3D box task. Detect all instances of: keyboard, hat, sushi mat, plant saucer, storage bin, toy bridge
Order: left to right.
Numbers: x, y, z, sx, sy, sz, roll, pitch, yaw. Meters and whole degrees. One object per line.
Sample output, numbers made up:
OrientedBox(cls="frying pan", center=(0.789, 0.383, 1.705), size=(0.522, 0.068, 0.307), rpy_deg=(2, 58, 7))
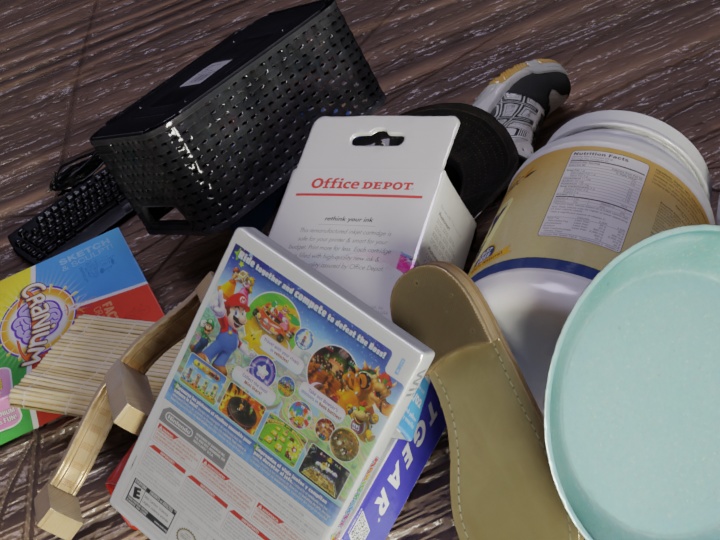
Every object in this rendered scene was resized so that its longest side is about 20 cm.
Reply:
OrientedBox(cls="keyboard", center=(-0.242, -0.081, 1.174), size=(0.104, 0.040, 0.200), rpy_deg=(23, 52, 40))
OrientedBox(cls="toy bridge", center=(-0.148, 0.082, 0.823), size=(0.200, 0.027, 0.067), rpy_deg=(-51, 28, 9))
OrientedBox(cls="sushi mat", center=(-0.147, 0.070, 0.889), size=(0.200, 0.012, 0.096), rpy_deg=(4, 41, 32))
OrientedBox(cls="storage bin", center=(-0.096, -0.122, 1.014), size=(0.200, 0.094, 0.135), rpy_deg=(-40, 23, -27))
OrientedBox(cls="hat", center=(0.030, -0.031, 0.938), size=(0.200, 0.081, 0.201), rpy_deg=(-19, 37, 15))
OrientedBox(cls="plant saucer", center=(0.182, 0.075, 0.708), size=(0.200, 0.200, 0.036), rpy_deg=(-31, 11, -18))

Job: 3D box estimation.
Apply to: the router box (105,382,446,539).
OrientedBox(cls="router box", center=(-0.041, 0.100, 0.857), size=(0.179, 0.049, 0.200), rpy_deg=(6, 43, 28))

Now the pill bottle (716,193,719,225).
OrientedBox(cls="pill bottle", center=(0.341, -0.029, 0.813), size=(0.200, 0.116, 0.116), rpy_deg=(19, 50, 39))

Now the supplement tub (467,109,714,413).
OrientedBox(cls="supplement tub", center=(0.149, 0.002, 0.827), size=(0.144, 0.145, 0.200), rpy_deg=(4, 42, 26))

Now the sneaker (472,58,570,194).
OrientedBox(cls="sneaker", center=(0.117, -0.104, 1.048), size=(0.200, 0.076, 0.088), rpy_deg=(-33, 69, -33))

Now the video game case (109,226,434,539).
OrientedBox(cls="video game case", center=(-0.058, 0.095, 0.751), size=(0.143, 0.200, 0.018), rpy_deg=(34, 17, 25))

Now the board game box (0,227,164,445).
OrientedBox(cls="board game box", center=(-0.256, 0.057, 1.004), size=(0.200, 0.040, 0.153), rpy_deg=(-26, 38, -11))

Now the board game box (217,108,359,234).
OrientedBox(cls="board game box", center=(-0.040, -0.062, 1.072), size=(0.158, 0.039, 0.200), rpy_deg=(-25, 45, -13))

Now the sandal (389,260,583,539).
OrientedBox(cls="sandal", center=(0.086, 0.092, 0.744), size=(0.078, 0.212, 0.070), rpy_deg=(-23, -5, 29))

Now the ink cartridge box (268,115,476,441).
OrientedBox(cls="ink cartridge box", center=(0.000, 0.000, 0.819), size=(0.115, 0.068, 0.200), rpy_deg=(4, 61, 29))
